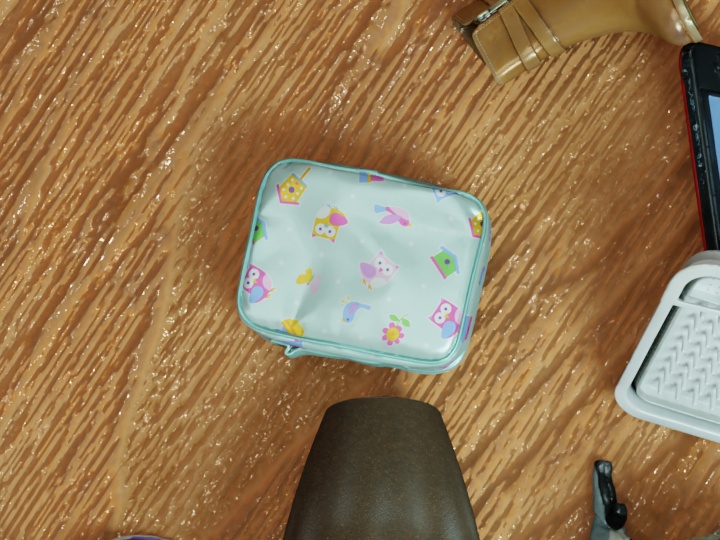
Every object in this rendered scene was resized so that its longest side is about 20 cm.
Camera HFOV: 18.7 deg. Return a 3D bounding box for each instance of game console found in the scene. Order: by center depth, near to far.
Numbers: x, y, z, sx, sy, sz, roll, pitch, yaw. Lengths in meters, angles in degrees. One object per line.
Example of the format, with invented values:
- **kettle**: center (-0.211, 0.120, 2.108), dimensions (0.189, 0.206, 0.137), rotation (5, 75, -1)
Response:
- **game console**: center (0.346, -0.084, 1.712), dimensions (0.118, 0.172, 0.202), rotation (-12, 81, 34)

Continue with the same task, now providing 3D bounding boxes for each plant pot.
- **plant pot**: center (0.016, 0.207, 1.710), dimensions (0.185, 0.187, 0.202), rotation (-2, 71, 8)

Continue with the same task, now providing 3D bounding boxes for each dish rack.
- **dish rack**: center (0.298, 0.060, 1.673), dimensions (0.170, 0.201, 0.044), rotation (16, 50, -3)

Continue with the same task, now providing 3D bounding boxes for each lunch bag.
- **lunch bag**: center (0.000, 0.000, 1.772), dimensions (0.198, 0.077, 0.162), rotation (11, 87, 9)

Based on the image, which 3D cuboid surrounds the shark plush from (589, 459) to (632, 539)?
- **shark plush**: center (0.179, 0.253, 1.729), dimensions (0.083, 0.091, 0.202), rotation (-4, 88, 38)

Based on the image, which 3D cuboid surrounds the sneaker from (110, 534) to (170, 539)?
- **sneaker**: center (-0.136, 0.279, 1.759), dimensions (0.199, 0.088, 0.081), rotation (31, 91, 11)

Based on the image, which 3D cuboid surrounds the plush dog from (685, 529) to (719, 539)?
- **plush dog**: center (0.277, 0.242, 1.653), dimensions (0.200, 0.171, 0.161), rotation (-52, 51, 37)

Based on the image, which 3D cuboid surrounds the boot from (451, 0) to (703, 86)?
- **boot**: center (0.167, -0.199, 1.727), dimensions (0.155, 0.077, 0.200), rotation (-34, 44, -3)
